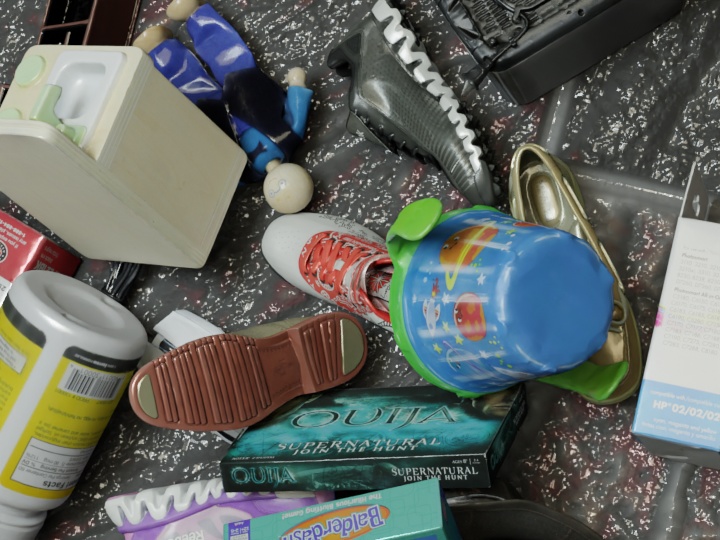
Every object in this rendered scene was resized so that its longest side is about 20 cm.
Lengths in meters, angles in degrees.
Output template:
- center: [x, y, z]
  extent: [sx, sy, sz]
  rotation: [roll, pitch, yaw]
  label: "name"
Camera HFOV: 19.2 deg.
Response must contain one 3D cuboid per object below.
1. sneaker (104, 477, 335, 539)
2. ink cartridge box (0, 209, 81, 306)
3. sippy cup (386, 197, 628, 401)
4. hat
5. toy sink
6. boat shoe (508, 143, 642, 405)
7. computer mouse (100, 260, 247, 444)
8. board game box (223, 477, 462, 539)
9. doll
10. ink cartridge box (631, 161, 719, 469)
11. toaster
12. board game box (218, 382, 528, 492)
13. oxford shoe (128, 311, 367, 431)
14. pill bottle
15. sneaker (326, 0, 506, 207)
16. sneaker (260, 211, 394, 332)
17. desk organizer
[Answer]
- center: [-0.100, 0.199, 1.607]
  extent: [0.199, 0.080, 0.089]
  rotation: [-13, 83, 32]
  label: "sneaker"
- center: [-0.343, 0.035, 1.713]
  extent: [0.144, 0.084, 0.201]
  rotation: [29, 87, 18]
  label: "ink cartridge box"
- center: [0.107, 0.022, 1.496]
  extent: [0.177, 0.130, 0.141]
  rotation: [1, 89, -26]
  label: "sippy cup"
- center: [0.089, 0.201, 1.533]
  extent: [0.200, 0.201, 0.081]
  rotation: [-17, 44, 11]
  label: "hat"
- center: [-0.202, -0.100, 1.617]
  extent: [0.130, 0.200, 0.113]
  rotation: [4, 65, 39]
  label: "toy sink"
- center: [0.156, 0.003, 1.598]
  extent: [0.073, 0.063, 0.202]
  rotation: [-17, 74, 11]
  label: "boat shoe"
- center: [-0.137, 0.067, 1.672]
  extent: [0.199, 0.044, 0.110]
  rotation: [31, 86, 19]
  label: "computer mouse"
- center: [0.007, 0.232, 1.467]
  extent: [0.151, 0.200, 0.045]
  rotation: [-13, 45, 10]
  label: "board game box"
- center: [-0.102, -0.123, 1.704]
  extent: [0.136, 0.048, 0.200]
  rotation: [-43, 70, 13]
  label: "doll"
- center: [0.255, 0.035, 1.537]
  extent: [0.067, 0.115, 0.201]
  rotation: [11, 81, 17]
  label: "ink cartridge box"
- center: [0.131, -0.242, 1.631]
  extent: [0.199, 0.119, 0.181]
  rotation: [-31, 71, 6]
  label: "toaster"
- center: [0.012, 0.121, 1.553]
  extent: [0.199, 0.135, 0.028]
  rotation: [-3, 109, 17]
  label: "board game box"
- center: [-0.092, 0.078, 1.596]
  extent: [0.074, 0.199, 0.071]
  rotation: [-4, 95, 56]
  label: "oxford shoe"
- center: [-0.255, 0.111, 1.639]
  extent: [0.114, 0.114, 0.201]
  rotation: [34, 104, 19]
  label: "pill bottle"
- center: [0.039, -0.116, 1.659]
  extent: [0.090, 0.066, 0.201]
  rotation: [-34, 68, 8]
  label: "sneaker"
- center: [0.001, -0.001, 1.617]
  extent: [0.201, 0.108, 0.067]
  rotation: [29, 86, 19]
  label: "sneaker"
- center: [-0.241, -0.164, 1.735]
  extent: [0.071, 0.077, 0.201]
  rotation: [10, 80, 17]
  label: "desk organizer"
